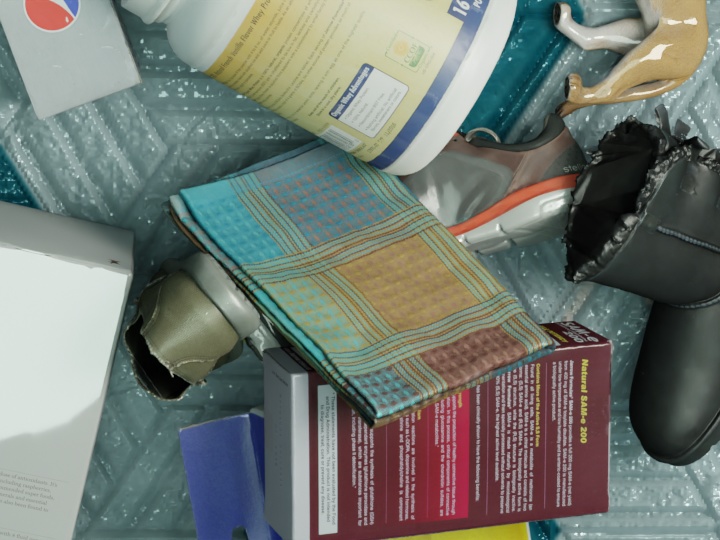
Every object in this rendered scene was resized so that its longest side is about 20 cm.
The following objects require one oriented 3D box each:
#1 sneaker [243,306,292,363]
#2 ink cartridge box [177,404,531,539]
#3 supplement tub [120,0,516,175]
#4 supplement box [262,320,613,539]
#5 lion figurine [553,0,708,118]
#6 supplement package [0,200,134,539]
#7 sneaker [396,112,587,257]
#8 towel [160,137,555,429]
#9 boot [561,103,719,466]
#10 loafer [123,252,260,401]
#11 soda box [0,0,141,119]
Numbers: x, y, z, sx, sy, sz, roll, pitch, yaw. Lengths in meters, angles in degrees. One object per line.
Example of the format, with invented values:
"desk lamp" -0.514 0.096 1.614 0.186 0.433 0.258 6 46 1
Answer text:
"sneaker" -0.004 0.056 1.718 0.085 0.074 0.200 -44 113 -1
"ink cartridge box" 0.005 0.164 1.687 0.200 0.047 0.198 -16 111 -17
"supplement tub" -0.024 -0.159 1.618 0.200 0.144 0.144 28 99 -12
"supplement box" 0.046 0.094 1.627 0.200 0.061 0.109 -4 104 -18
"lion figurine" 0.187 -0.178 1.684 0.122 0.072 0.200 3 117 -15
"supplement package" -0.214 0.069 1.666 0.121 0.120 0.200 13 102 -6
"sneaker" 0.045 -0.044 1.705 0.200 0.077 0.082 -16 75 2
"towel" 0.000 0.000 1.604 0.147 0.200 0.022 -22 144 -36
"boot" 0.183 0.010 1.683 0.162 0.073 0.198 22 95 -44
"loafer" -0.112 0.036 1.631 0.070 0.200 0.075 -39 87 -12
"soda box" -0.194 -0.195 1.633 0.068 0.063 0.200 -20 105 0
